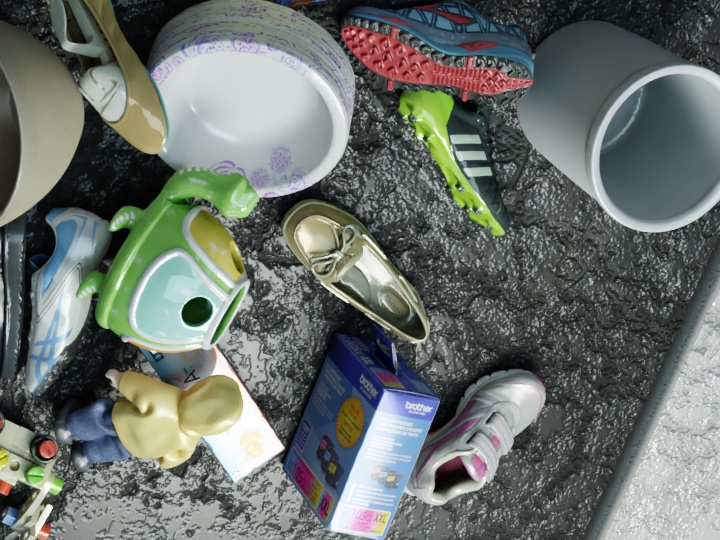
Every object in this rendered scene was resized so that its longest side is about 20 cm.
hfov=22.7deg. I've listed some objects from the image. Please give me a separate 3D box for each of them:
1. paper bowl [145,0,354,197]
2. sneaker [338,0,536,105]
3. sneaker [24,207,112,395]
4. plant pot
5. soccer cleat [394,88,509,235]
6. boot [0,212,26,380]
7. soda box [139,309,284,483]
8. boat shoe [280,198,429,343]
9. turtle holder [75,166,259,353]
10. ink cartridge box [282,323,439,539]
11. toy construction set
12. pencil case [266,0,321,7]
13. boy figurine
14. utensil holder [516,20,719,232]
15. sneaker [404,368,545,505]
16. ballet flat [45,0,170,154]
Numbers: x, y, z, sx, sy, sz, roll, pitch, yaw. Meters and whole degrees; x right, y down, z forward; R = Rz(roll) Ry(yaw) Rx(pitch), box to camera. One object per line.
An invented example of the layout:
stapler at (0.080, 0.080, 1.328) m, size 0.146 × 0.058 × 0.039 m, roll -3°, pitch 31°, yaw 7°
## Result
paper bowl at (-0.104, -0.172, 1.693) m, size 0.199 × 0.105 × 0.201 m, roll 4°, pitch 136°, yaw 4°
sneaker at (0.076, -0.227, 1.790) m, size 0.199 × 0.096 × 0.080 m, roll 15°, pitch 137°, yaw -3°
sneaker at (-0.299, 0.029, 1.762) m, size 0.072 × 0.072 × 0.201 m, roll 22°, pitch 111°, yaw 5°
plant pot at (-0.329, -0.139, 1.620) m, size 0.134 × 0.199 × 0.202 m, roll -19°, pitch 124°, yaw -53°
soccer cleat at (0.112, -0.122, 1.851) m, size 0.081 × 0.067 × 0.200 m, roll -43°, pitch 120°, yaw -14°
boot at (-0.404, 0.014, 1.706) m, size 0.167 × 0.077 × 0.201 m, roll 3°, pitch 128°, yaw -8°
soda box at (-0.158, 0.120, 1.849) m, size 0.068 × 0.064 × 0.201 m, roll -33°, pitch 119°, yaw -4°
boat shoe at (-0.001, 0.002, 1.858) m, size 0.073 × 0.063 × 0.201 m, roll -43°, pitch 120°, yaw 1°
turtle holder at (-0.170, -0.007, 1.720) m, size 0.131 × 0.141 × 0.186 m, roll 31°, pitch 77°, yaw 7°
ink cartridge box at (0.004, 0.159, 1.885) m, size 0.076 × 0.136 × 0.201 m, roll 14°, pitch 106°, yaw -31°
toy construction set at (-0.375, 0.209, 1.787) m, size 0.200 × 0.092 × 0.132 m, roll 34°, pitch 73°, yaw -37°
pencil case at (-0.007, -0.308, 1.718) m, size 0.199 × 0.087 × 0.078 m, roll -15°, pitch 159°, yaw -14°
boy figurine at (-0.208, 0.144, 1.783) m, size 0.199 × 0.065 × 0.125 m, roll -16°, pitch 120°, yaw 24°
utensil holder at (0.266, -0.153, 1.816) m, size 0.169 × 0.200 × 0.171 m, roll -8°, pitch 115°, yaw -18°
sneaker at (0.130, 0.192, 1.975) m, size 0.200 × 0.088 × 0.081 m, roll -41°, pitch 120°, yaw -1°
ballet flat at (-0.240, -0.191, 1.630) m, size 0.063 × 0.201 × 0.069 m, roll -11°, pitch 159°, yaw -44°
